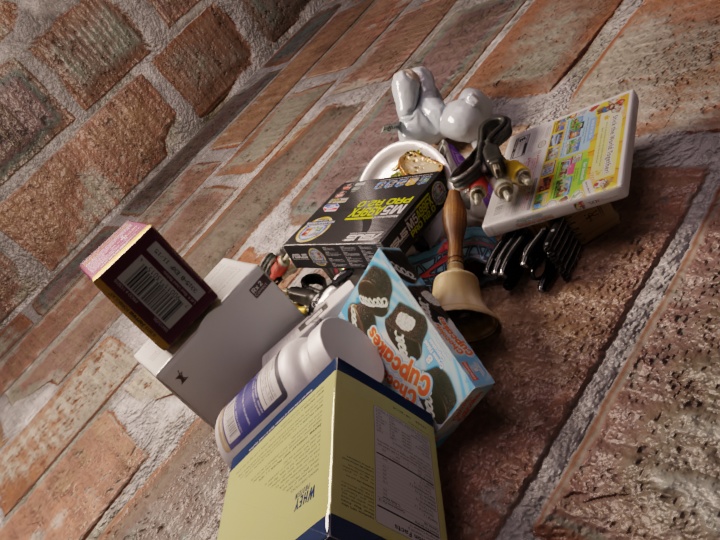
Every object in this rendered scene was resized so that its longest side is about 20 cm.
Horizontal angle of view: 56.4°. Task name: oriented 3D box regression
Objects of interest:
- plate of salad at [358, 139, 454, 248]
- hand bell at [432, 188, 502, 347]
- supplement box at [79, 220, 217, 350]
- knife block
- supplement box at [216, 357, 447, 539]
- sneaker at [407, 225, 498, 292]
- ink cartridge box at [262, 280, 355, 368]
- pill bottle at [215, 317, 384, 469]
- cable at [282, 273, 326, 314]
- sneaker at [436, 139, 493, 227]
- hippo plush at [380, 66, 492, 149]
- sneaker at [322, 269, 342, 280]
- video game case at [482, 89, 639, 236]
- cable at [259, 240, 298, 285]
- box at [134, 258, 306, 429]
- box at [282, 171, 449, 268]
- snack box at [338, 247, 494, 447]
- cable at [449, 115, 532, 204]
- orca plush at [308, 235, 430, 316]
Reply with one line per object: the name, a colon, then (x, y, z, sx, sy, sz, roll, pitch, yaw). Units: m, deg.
plate of salad: (0.059, -0.100, 1.029, 0.198, 0.048, 0.203, -2, 87, 40)
hand bell: (0.117, -0.017, 0.839, 0.103, 0.104, 0.202, -20, 53, 33)
supplement box: (-0.295, 0.014, 0.924, 0.103, 0.131, 0.199, -47, 25, -15)
knife block: (0.231, -0.062, 0.870, 0.174, 0.064, 0.201, -31, 30, 17)
supplement box: (-0.033, 0.238, 0.646, 0.200, 0.134, 0.201, -46, 23, 26)
sneaker: (0.101, 0.019, 0.903, 0.199, 0.079, 0.096, -35, 31, 13)
ink cartridge box: (-0.019, 0.098, 0.889, 0.200, 0.116, 0.067, -41, 11, -2)
pill bottle: (-0.070, 0.151, 0.778, 0.200, 0.115, 0.116, -45, 24, 26)
cable: (-0.060, 0.055, 1.099, 0.199, 0.051, 0.097, 14, 41, 43)
sneaker: (0.163, -0.128, 1.035, 0.201, 0.082, 0.081, -111, 31, -46)
hippo plush: (0.146, -0.289, 1.197, 0.159, 0.161, 0.200, -1, 27, 35)
sneaker: (-0.015, -0.010, 1.059, 0.077, 0.084, 0.200, -39, 57, -10)
video game case: (0.256, -0.136, 0.854, 0.181, 0.023, 0.201, -17, 35, 39)
cable: (-0.147, 0.025, 1.154, 0.097, 0.050, 0.201, -31, -23, -49)
box: (-0.175, 0.122, 0.967, 0.199, 0.200, 0.130, -49, 27, -17)
box: (0.007, -0.069, 0.944, 0.199, 0.045, 0.160, 1, 40, 46)
snack box: (0.055, 0.085, 0.758, 0.201, 0.037, 0.117, 56, 131, 32)
cable: (0.167, -0.144, 0.887, 0.096, 0.051, 0.201, -18, 26, 16)
orca plush: (0.000, 0.000, 0.961, 0.200, 0.105, 0.071, -47, 44, 10)
